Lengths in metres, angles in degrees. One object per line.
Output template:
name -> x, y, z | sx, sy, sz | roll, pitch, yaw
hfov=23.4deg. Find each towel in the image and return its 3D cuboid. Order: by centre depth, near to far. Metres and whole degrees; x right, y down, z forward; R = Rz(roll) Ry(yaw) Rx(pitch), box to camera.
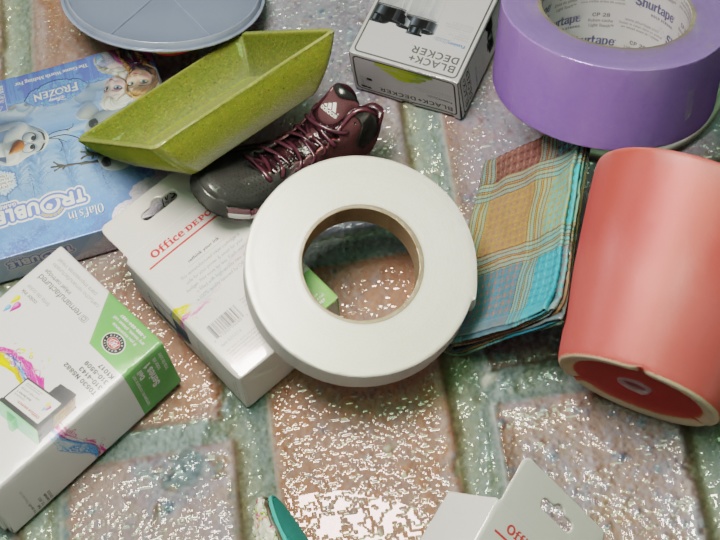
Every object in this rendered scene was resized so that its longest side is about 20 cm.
towel -> 0.137, -0.029, 1.516 | 0.022, 0.147, 0.200 | 29, 59, -29

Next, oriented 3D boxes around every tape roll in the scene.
tape roll -> 0.000, 0.000, 1.487 | 0.202, 0.037, 0.203 | 1, 71, -4
tape roll -> 0.218, -0.196, 1.518 | 0.200, 0.085, 0.200 | 2, 41, -2

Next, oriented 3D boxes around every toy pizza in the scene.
toy pizza -> -0.194, -0.264, 1.708 | 0.200, 0.032, 0.200 | 2, 41, -2

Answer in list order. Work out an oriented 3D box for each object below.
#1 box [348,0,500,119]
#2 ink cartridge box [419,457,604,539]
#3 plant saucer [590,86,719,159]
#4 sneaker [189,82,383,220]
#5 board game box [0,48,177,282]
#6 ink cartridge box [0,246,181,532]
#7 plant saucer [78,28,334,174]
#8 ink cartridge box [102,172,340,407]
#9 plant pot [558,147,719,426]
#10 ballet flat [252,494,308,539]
box -> 0.081, -0.254, 1.676 | 0.116, 0.060, 0.200 | 19, 65, 17
ink cartridge box -> 0.095, 0.254, 1.357 | 0.068, 0.115, 0.200 | -1, 50, 55
plant saucer -> 0.246, -0.198, 1.632 | 0.200, 0.050, 0.200 | -3, 60, 5
sneaker -> -0.057, -0.117, 1.541 | 0.200, 0.116, 0.076 | -19, 60, -43
board game box -> -0.272, -0.106, 1.646 | 0.200, 0.043, 0.199 | -17, 62, -3
ink cartridge box -> -0.281, 0.103, 1.509 | 0.200, 0.084, 0.145 | -42, 65, -15
plant saucer -> -0.132, -0.146, 1.560 | 0.200, 0.048, 0.200 | -36, 21, -20
ink cartridge box -> -0.125, 0.008, 1.547 | 0.117, 0.067, 0.200 | -39, 68, -15
plant pot -> 0.259, 0.021, 1.440 | 0.200, 0.200, 0.178 | 20, 76, 17
ballet flat -> -0.044, 0.270, 1.398 | 0.064, 0.076, 0.200 | -41, 60, 3
